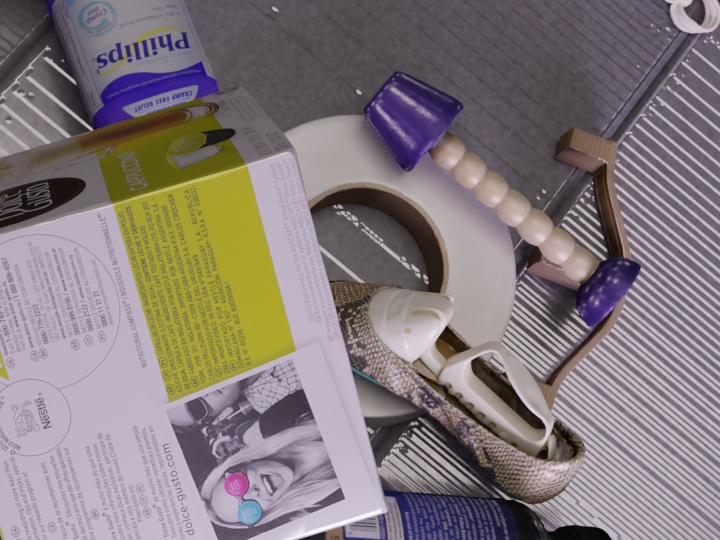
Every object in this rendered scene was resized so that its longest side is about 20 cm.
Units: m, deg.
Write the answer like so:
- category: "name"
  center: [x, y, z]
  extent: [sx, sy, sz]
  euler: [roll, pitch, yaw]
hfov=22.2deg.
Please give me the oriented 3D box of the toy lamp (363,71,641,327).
- category: "toy lamp"
  center: [0.087, -0.049, 1.163]
  extent: [0.200, 0.058, 0.058]
  euler: [41, 68, -4]

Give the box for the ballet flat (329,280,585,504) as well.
- category: "ballet flat"
  center: [0.057, 0.059, 1.111]
  extent: [0.200, 0.075, 0.068]
  euler: [40, 46, -1]

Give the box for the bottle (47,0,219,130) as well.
- category: "bottle"
  center: [-0.130, -0.106, 1.140]
  extent: [0.083, 0.065, 0.201]
  euler: [-17, 71, -13]

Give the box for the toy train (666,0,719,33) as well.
- category: "toy train"
  center: [0.253, -0.276, 1.311]
  extent: [0.150, 0.056, 0.200]
  euler: [33, 69, -4]

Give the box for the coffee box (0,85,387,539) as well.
- category: "coffee box"
  center: [-0.119, 0.035, 0.994]
  extent: [0.197, 0.200, 0.201]
  euler: [-16, 106, -7]

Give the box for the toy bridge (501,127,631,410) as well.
- category: "toy bridge"
  center: [0.144, 0.001, 1.217]
  extent: [0.067, 0.027, 0.201]
  euler: [21, 70, -11]

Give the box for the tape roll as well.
- category: "tape roll"
  center: [0.000, 0.000, 1.174]
  extent: [0.202, 0.037, 0.204]
  euler: [4, 74, -14]

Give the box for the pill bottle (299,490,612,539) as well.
- category: "pill bottle"
  center: [0.048, 0.189, 1.092]
  extent: [0.199, 0.112, 0.112]
  euler: [6, 73, -13]
